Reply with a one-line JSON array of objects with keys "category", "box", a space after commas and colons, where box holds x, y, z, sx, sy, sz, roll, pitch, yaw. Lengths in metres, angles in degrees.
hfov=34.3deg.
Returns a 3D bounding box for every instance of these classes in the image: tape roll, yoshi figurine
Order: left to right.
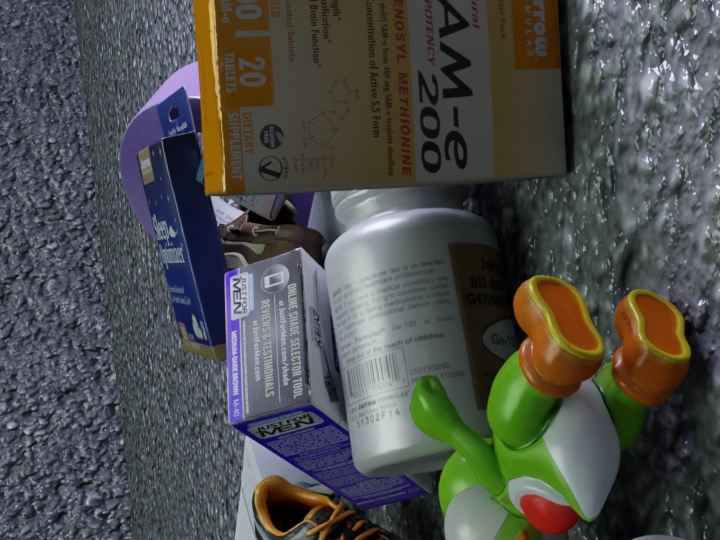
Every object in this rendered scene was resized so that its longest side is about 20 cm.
[{"category": "tape roll", "box": [-0.108, -0.080, 1.017, 0.066, 0.198, 0.201, -61, -9, -45]}, {"category": "yoshi figurine", "box": [0.085, 0.089, 0.602, 0.112, 0.112, 0.202, 36, 125, 22]}]

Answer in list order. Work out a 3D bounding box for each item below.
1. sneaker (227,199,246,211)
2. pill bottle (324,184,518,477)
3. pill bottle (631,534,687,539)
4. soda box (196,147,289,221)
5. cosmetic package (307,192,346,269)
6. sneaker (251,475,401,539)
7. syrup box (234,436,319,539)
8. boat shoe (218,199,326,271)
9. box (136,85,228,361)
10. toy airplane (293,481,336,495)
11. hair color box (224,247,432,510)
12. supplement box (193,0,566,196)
[{"category": "sneaker", "box": [-0.110, -0.065, 1.246, 0.201, 0.074, 0.079, 120, 151, -46]}, {"category": "pill bottle", "box": [0.037, 0.020, 0.735, 0.114, 0.113, 0.203, 134, 129, -65]}, {"category": "pill bottle", "box": [0.111, 0.205, 0.558, 0.201, 0.108, 0.110, 109, 150, -50]}, {"category": "soda box", "box": [-0.046, -0.139, 0.868, 0.201, 0.068, 0.064, -63, 1, -33]}, {"category": "cosmetic package", "box": [0.000, 0.000, 0.905, 0.201, 0.070, 0.102, 105, 156, -45]}, {"category": "sneaker", "box": [-0.012, 0.211, 0.871, 0.198, 0.078, 0.078, 9, 127, 39]}, {"category": "syrup box", "box": [-0.079, 0.260, 1.180, 0.082, 0.078, 0.202, -117, 29, -48]}, {"category": "boat shoe", "box": [-0.070, -0.022, 0.916, 0.202, 0.074, 0.076, 28, 104, 64]}, {"category": "box", "box": [-0.136, -0.034, 0.905, 0.121, 0.032, 0.203, 180, 77, -71]}, {"category": "toy airplane", "box": [-0.056, 0.288, 1.019, 0.201, 0.139, 0.201, -90, 18, -61]}, {"category": "hair color box", "box": [-0.018, 0.082, 0.803, 0.200, 0.064, 0.111, 48, -149, -54]}, {"category": "supplement box", "box": [0.010, -0.109, 0.656, 0.073, 0.197, 0.128, -175, 80, -74]}]
